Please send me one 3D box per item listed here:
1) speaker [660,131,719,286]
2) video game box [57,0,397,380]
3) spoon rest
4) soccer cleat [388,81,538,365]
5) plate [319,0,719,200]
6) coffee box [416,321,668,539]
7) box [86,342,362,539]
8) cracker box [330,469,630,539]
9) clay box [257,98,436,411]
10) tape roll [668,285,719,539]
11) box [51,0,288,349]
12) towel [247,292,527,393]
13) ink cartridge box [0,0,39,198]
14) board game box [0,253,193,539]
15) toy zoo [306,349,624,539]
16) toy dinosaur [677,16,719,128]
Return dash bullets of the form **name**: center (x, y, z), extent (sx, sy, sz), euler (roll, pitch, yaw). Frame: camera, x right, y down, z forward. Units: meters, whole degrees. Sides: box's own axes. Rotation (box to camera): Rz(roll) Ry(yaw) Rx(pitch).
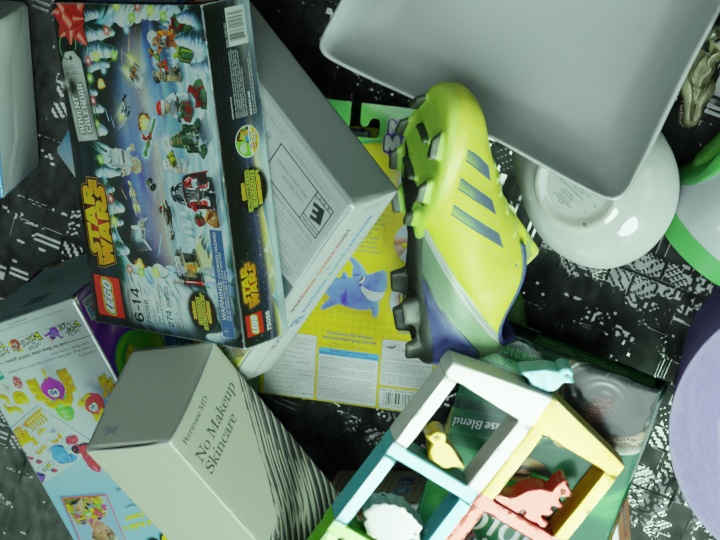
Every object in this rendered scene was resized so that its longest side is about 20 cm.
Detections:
- **speaker**: center (0.263, -0.080, 1.187), extent (0.088, 0.088, 0.200), euler (41, 116, -5)
- **video game box**: center (-0.086, -0.060, 1.238), extent (0.200, 0.047, 0.182), euler (53, 133, 17)
- **spoon rest**: center (0.107, -0.088, 1.223), extent (0.200, 0.061, 0.099), euler (48, 117, 9)
- **soccer cleat**: center (0.062, -0.029, 1.187), extent (0.084, 0.065, 0.200), euler (-8, 131, -10)
- **plate**: center (0.107, -0.167, 1.177), extent (0.200, 0.032, 0.200), euler (28, 91, 13)
- **coffee box**: center (0.102, 0.142, 1.287), extent (0.123, 0.044, 0.200), euler (22, 103, 10)
- **box**: center (-0.077, 0.137, 1.268), extent (0.068, 0.082, 0.200), euler (-7, 136, 34)
- **cracker box**: center (0.079, 0.203, 1.366), extent (0.200, 0.058, 0.134), euler (-2, 110, 14)
- **clay box**: center (0.000, -0.014, 1.274), extent (0.115, 0.048, 0.200), euler (7, 113, 7)
- **tape roll**: center (0.290, 0.086, 1.251), extent (0.200, 0.085, 0.200), euler (5, 114, 12)
- **box**: center (-0.112, -0.061, 1.203), extent (0.137, 0.040, 0.200), euler (7, 110, 44)
- **towel**: center (0.000, 0.000, 1.323), extent (0.200, 0.031, 0.149), euler (-9, 112, 15)
- **ink cartridge box**: center (-0.315, -0.115, 1.328), extent (0.200, 0.067, 0.116), euler (4, 114, 12)
- **board game box**: center (-0.151, 0.093, 1.345), extent (0.105, 0.103, 0.200), euler (-17, 107, 33)
- **toy zoo**: center (0.066, 0.135, 1.235), extent (0.131, 0.020, 0.200), euler (32, 105, -18)
- **toy dinosaur**: center (0.241, -0.149, 1.163), extent (0.047, 0.088, 0.200), euler (42, 116, -11)
